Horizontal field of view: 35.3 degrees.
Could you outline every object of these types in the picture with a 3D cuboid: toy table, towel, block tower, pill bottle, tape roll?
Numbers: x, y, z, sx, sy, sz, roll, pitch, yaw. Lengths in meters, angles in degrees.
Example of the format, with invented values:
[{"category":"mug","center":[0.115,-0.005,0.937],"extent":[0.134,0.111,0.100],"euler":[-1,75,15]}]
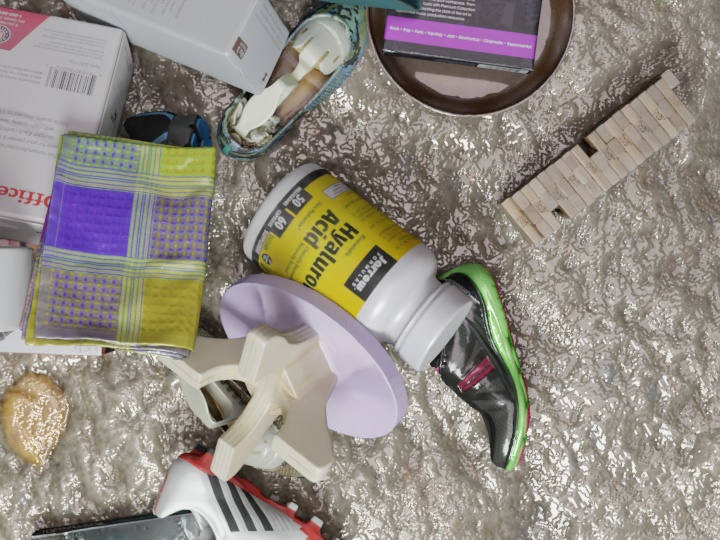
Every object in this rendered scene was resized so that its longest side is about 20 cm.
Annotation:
[{"category":"toy table","center":[-0.071,0.096,0.995],"extent":[0.200,0.117,0.184],"euler":[25,129,25]},{"category":"towel","center":[-0.200,-0.023,0.959],"extent":[0.143,0.023,0.200],"euler":[8,69,-5]},{"category":"block tower","center":[0.228,-0.106,1.086],"extent":[0.200,0.054,0.058],"euler":[-40,93,2]},{"category":"pill bottle","center":[0.000,0.000,1.040],"extent":[0.200,0.111,0.111],"euler":[37,92,12]},{"category":"tape roll","center":[-0.377,0.015,0.951],"extent":[0.202,0.202,0.071],"euler":[-1,92,0]}]

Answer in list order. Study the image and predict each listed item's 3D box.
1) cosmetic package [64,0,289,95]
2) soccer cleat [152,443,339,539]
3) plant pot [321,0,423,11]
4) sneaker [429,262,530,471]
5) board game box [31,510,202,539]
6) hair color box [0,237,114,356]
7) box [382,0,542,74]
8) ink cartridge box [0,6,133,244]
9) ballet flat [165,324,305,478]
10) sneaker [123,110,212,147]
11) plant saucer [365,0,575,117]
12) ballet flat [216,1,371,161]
[{"category":"cosmetic package","center":[-0.173,-0.239,1.027],"extent":[0.200,0.102,0.074],"euler":[23,84,15]},{"category":"soccer cleat","center":[-0.104,0.245,1.074],"extent":[0.200,0.069,0.085],"euler":[38,74,-18]},{"category":"plant pot","center":[-0.055,-0.318,1.012],"extent":[0.200,0.141,0.142],"euler":[9,92,30]},{"category":"sneaker","center":[0.112,0.095,1.090],"extent":[0.084,0.077,0.200],"euler":[-16,83,7]},{"category":"board game box","center":[-0.213,0.308,1.113],"extent":[0.200,0.028,0.135],"euler":[-9,93,0]},{"category":"hair color box","center":[-0.338,0.022,1.084],"extent":[0.200,0.064,0.111],"euler":[2,91,-1]},{"category":"box","center":[0.103,-0.293,1.057],"extent":[0.143,0.036,0.200],"euler":[8,94,0]},{"category":"ink cartridge box","center":[-0.305,-0.130,1.040],"extent":[0.146,0.083,0.200],"euler":[11,73,-1]},{"category":"ballet flat","center":[-0.121,0.137,1.082],"extent":[0.068,0.075,0.200],"euler":[-41,93,26]},{"category":"sneaker","center":[-0.200,-0.054,1.087],"extent":[0.082,0.073,0.200],"euler":[11,87,16]},{"category":"plant saucer","center":[0.105,-0.246,1.091],"extent":[0.200,0.032,0.201],"euler":[0,91,0]},{"category":"ballet flat","center":[-0.060,-0.183,1.075],"extent":[0.074,0.074,0.200],"euler":[39,91,-2]}]
